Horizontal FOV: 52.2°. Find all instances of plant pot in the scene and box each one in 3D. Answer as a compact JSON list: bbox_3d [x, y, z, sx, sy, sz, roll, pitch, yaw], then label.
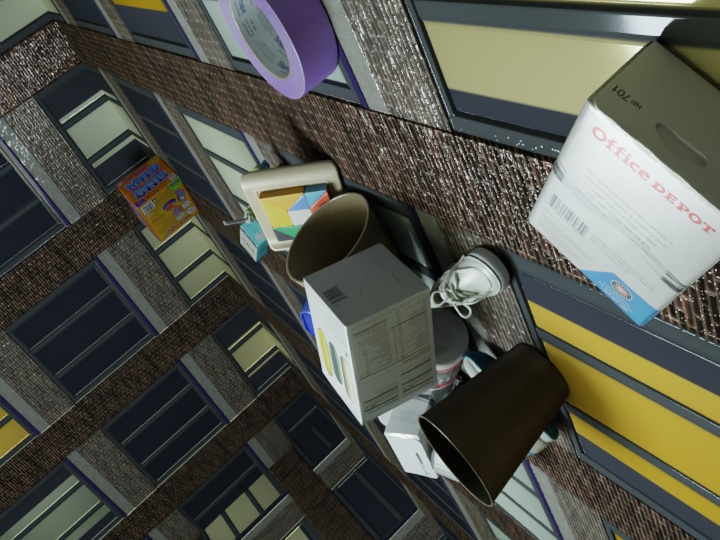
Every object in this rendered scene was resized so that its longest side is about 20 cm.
[{"bbox_3d":[0.000,0.000,1.309,0.200,0.189,0.186,44,171,-33],"label":"plant pot"}]

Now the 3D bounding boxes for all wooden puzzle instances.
[{"bbox_3d":[-0.112,-0.111,1.370,0.202,0.180,0.038,72,-165,-49],"label":"wooden puzzle"}]

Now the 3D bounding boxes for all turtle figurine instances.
[{"bbox_3d":[-0.171,-0.110,1.522,0.193,0.143,0.202,42,-155,-31],"label":"turtle figurine"}]

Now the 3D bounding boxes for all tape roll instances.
[{"bbox_3d":[-0.118,-0.343,1.018,0.200,0.065,0.201,46,165,16],"label":"tape roll"}]

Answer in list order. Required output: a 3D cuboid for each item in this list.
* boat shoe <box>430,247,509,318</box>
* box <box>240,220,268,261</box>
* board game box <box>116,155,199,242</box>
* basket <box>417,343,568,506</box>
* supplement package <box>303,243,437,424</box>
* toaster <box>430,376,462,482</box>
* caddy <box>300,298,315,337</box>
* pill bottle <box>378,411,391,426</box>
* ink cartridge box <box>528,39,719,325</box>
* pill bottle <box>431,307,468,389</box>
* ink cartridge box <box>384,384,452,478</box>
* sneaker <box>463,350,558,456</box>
[{"bbox_3d":[0.144,0.025,1.071,0.075,0.086,0.202,51,165,-5],"label":"boat shoe"},{"bbox_3d":[-0.324,-0.094,2.239,0.083,0.049,0.200,49,165,3],"label":"box"},{"bbox_3d":[-0.794,-0.282,2.884,0.199,0.199,0.202,38,161,37],"label":"board game box"},{"bbox_3d":[0.209,0.220,1.116,0.182,0.199,0.135,55,163,-21],"label":"basket"},{"bbox_3d":[0.018,0.099,1.174,0.152,0.148,0.203,44,150,49],"label":"supplement package"},{"bbox_3d":[0.219,0.313,1.392,0.128,0.112,0.205,17,101,43],"label":"toaster"},{"bbox_3d":[-0.072,0.110,1.884,0.139,0.106,0.201,20,156,15],"label":"caddy"},{"bbox_3d":[0.077,0.265,1.644,0.113,0.111,0.201,54,-168,-15],"label":"pill bottle"},{"bbox_3d":[0.235,-0.060,0.604,0.147,0.086,0.201,46,163,16],"label":"ink cartridge box"},{"bbox_3d":[0.136,0.154,1.353,0.111,0.110,0.201,45,164,18],"label":"pill bottle"},{"bbox_3d":[0.133,0.292,1.494,0.082,0.202,0.147,0,136,30],"label":"ink cartridge box"},{"bbox_3d":[0.238,0.225,1.236,0.201,0.076,0.081,49,121,11],"label":"sneaker"}]
